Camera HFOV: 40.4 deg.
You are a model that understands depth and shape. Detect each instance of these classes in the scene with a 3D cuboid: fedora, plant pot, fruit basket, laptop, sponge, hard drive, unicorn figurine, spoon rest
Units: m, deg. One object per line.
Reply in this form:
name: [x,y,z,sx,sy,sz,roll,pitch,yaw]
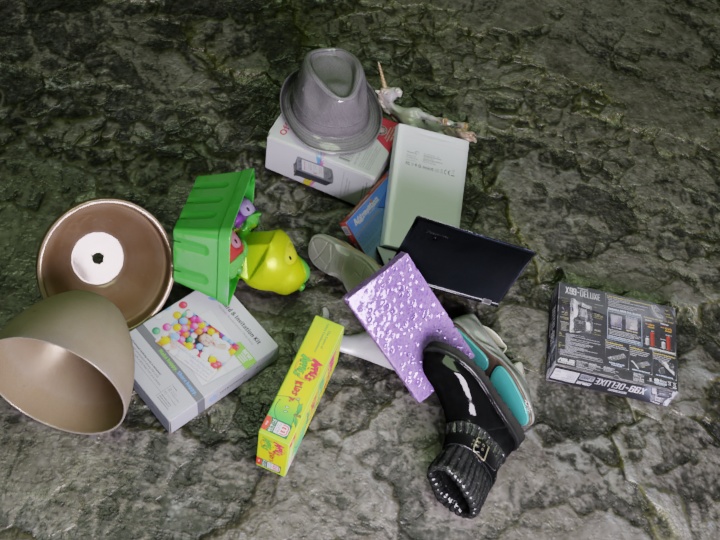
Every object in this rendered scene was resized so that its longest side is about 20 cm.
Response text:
fedora: [-0.045,-0.297,1.622,0.174,0.091,0.202,-1,52,-12]
plant pot: [-0.380,-0.011,1.442,0.198,0.204,0.092,-18,19,-21]
fruit basket: [-0.170,-0.043,1.480,0.211,0.158,0.217,5,35,-4]
laptop: [0.137,-0.029,1.477,0.184,0.118,0.200,16,16,-11]
sponge: [0.072,0.083,1.421,0.111,0.030,0.201,-38,110,-7]
hard drive: [0.106,-0.127,1.602,0.130,0.027,0.204,11,79,-20]
plant pot: [-0.388,0.107,1.326,0.197,0.202,0.136,15,47,2]
unicorn figurine: [0.109,-0.262,1.697,0.137,0.199,0.075,29,85,42]
spoon rest: [0.027,0.104,1.485,0.197,0.061,0.101,13,50,-17]

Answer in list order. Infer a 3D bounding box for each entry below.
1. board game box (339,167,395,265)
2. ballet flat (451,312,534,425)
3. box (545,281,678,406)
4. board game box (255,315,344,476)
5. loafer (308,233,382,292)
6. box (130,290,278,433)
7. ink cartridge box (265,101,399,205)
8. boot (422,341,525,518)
board game box: [0.050,-0.098,1.606,0.019,0.104,0.200,-3,37,47]
ballet flat: [0.211,0.142,1.477,0.063,0.068,0.201,-24,62,-32]
box: [0.395,0.114,1.535,0.196,0.050,0.160,12,54,-1]
board game box: [-0.085,0.175,1.380,0.047,0.102,0.202,21,54,7]
loafer: [0.000,0.000,1.519,0.062,0.073,0.199,-5,34,-44]
box: [-0.243,0.120,1.432,0.199,0.041,0.156,-32,65,-29]
ink cartridge box: [-0.045,-0.211,1.669,0.197,0.086,0.149,22,52,9]
boot: [0.130,0.220,1.364,0.212,0.079,0.158,49,58,-5]
